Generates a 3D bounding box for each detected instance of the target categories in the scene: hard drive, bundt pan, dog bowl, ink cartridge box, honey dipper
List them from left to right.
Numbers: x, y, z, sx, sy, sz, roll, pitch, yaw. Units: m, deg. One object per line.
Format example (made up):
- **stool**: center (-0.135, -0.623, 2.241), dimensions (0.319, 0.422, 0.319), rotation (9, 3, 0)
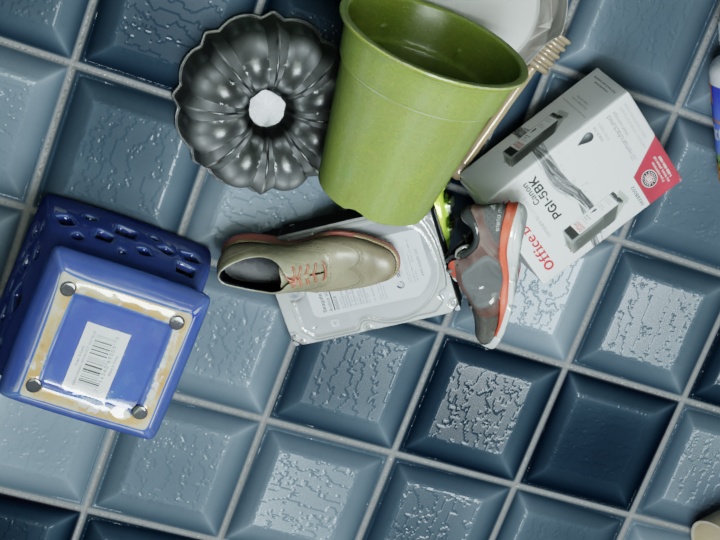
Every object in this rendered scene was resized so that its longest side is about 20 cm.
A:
- **bundt pan**: center (-0.099, -0.172, 1.534), dimensions (0.202, 0.076, 0.202), rotation (-4, 109, -10)
- **hard drive**: center (0.000, 0.000, 1.602), dimensions (0.200, 0.038, 0.140), rotation (-12, 113, 13)
- **dog bowl**: center (0.119, -0.287, 1.536), dimensions (0.200, 0.059, 0.200), rotation (-1, 109, -4)
- **honey dipper**: center (0.161, -0.184, 1.604), dimensions (0.038, 0.038, 0.200), rotation (32, 102, -20)
- **ink cartridge box**: center (0.235, -0.103, 1.611), dimensions (0.200, 0.083, 0.147), rotation (-38, 123, 3)

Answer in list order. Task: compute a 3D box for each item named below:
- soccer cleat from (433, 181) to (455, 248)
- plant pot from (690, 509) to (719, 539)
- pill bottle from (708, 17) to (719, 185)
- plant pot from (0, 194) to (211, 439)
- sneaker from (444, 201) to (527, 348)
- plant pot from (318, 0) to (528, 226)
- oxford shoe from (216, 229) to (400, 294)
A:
- **soccer cleat**: center (0.051, -0.110, 1.599), dimensions (0.084, 0.065, 0.200), rotation (-15, 112, 10)
- **plant pot**: center (0.556, 0.341, 1.808), dimensions (0.200, 0.187, 0.187), rotation (-31, 113, -15)
- **pill bottle**: center (0.453, -0.191, 1.621), dimensions (0.112, 0.112, 0.200), rotation (-14, 111, -7)
- **plant pot**: center (-0.275, 0.058, 1.521), dimensions (0.200, 0.180, 0.200), rotation (20, 104, -18)
- **sneaker**: center (0.133, -0.001, 1.573), dimensions (0.082, 0.077, 0.200), rotation (10, 130, 8)
- **plant pot**: center (0.043, -0.153, 1.461), dimensions (0.200, 0.200, 0.190), rotation (14, 119, -16)
- **oxford shoe**: center (-0.058, 0.002, 1.548), dimensions (0.200, 0.075, 0.071), rotation (-2, 115, 9)
